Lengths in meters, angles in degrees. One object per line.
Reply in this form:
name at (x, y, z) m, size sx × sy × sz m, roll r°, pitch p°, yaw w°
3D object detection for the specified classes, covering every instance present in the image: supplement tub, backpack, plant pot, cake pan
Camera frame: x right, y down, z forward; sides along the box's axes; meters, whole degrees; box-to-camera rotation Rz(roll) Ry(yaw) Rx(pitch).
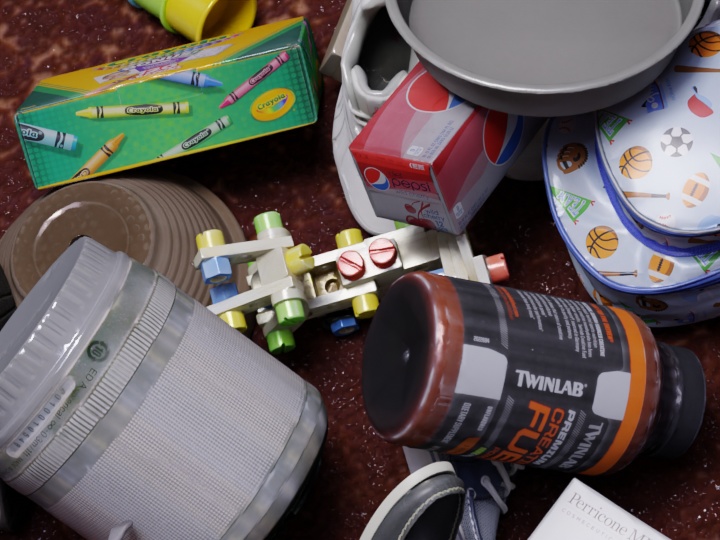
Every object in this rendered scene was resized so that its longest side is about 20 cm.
supplement tub at (0.108, 0.066, 1.485) m, size 0.199 × 0.107 × 0.107 m, roll 10°, pitch 58°, yaw -24°
backpack at (0.213, -0.057, 1.561) m, size 0.190 × 0.154 × 0.201 m, roll -25°, pitch 60°, yaw 10°
plant pot at (-0.175, 0.005, 1.656) m, size 0.200 × 0.093 × 0.201 m, roll -7°, pitch 60°, yaw 12°
cake pan at (0.114, -0.169, 1.527) m, size 0.199 × 0.037 × 0.201 m, roll -2°, pitch 48°, yaw 2°

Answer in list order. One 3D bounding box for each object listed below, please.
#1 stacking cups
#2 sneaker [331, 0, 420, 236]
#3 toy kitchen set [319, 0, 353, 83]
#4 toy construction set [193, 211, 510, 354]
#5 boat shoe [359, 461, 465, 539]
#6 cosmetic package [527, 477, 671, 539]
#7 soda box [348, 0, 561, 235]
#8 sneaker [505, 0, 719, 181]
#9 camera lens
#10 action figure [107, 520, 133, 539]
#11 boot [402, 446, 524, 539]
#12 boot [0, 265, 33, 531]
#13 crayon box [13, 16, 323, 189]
stacking cups at (-0.162, -0.228, 1.799) m, size 0.200 × 0.061 × 0.061 m, roll 37°, pitch 76°, yaw 30°
sneaker at (0.012, -0.109, 1.617) m, size 0.078 × 0.201 × 0.099 m, roll 3°, pitch 21°, yaw 9°
toy kitchen set at (0.099, -0.212, 1.655) m, size 0.163 × 0.200 × 0.181 m, roll 24°, pitch 68°, yaw -7°
toy construction set at (0.000, 0.000, 1.588) m, size 0.199 × 0.131 × 0.092 m, roll -3°, pitch 73°, yaw 10°
boat shoe at (0.029, 0.201, 1.455) m, size 0.072 × 0.201 × 0.068 m, roll -12°, pitch 40°, yaw -42°
cosmetic package at (0.118, 0.239, 1.459) m, size 0.113 × 0.081 × 0.200 m, roll 29°, pitch 74°, yaw 25°
soda box at (0.079, -0.115, 1.570) m, size 0.070 × 0.064 × 0.200 m, roll 12°, pitch 51°, yaw 36°
sneaker at (0.168, -0.135, 1.650) m, size 0.200 × 0.080 × 0.071 m, roll -33°, pitch 61°, yaw -3°
camera lens at (-0.132, 0.095, 1.519) m, size 0.200 × 0.160 × 0.160 m, roll 37°, pitch 72°, yaw -13°
action figure at (-0.175, 0.265, 1.486) m, size 0.199 × 0.105 × 0.194 m, roll -21°, pitch 98°, yaw 18°
boot at (0.076, 0.122, 1.539) m, size 0.090 × 0.073 × 0.201 m, roll -17°, pitch 64°, yaw 0°
boot at (-0.299, 0.076, 1.618) m, size 0.150 × 0.201 × 0.073 m, roll -2°, pitch 18°, yaw 19°
crayon box at (-0.128, -0.116, 1.687) m, size 0.199 × 0.119 × 0.058 m, roll -13°, pitch 104°, yaw 5°
